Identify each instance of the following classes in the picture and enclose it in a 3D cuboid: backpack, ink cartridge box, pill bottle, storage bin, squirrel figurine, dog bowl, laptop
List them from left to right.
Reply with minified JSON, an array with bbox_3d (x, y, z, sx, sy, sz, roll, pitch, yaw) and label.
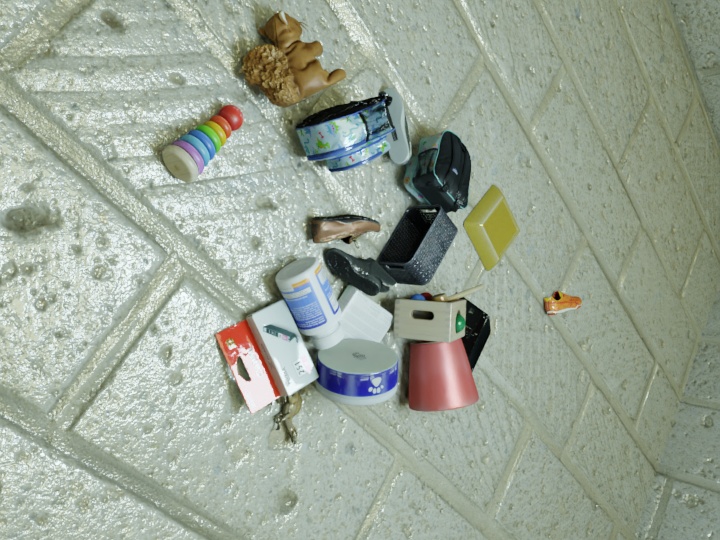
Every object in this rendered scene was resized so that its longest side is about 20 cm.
[{"bbox_3d":[-0.207,0.191,1.360,0.172,0.043,0.202,-27,94,-37],"label":"ink cartridge box"},{"bbox_3d":[-0.165,-0.466,1.332,0.199,0.141,0.189,-37,109,-35],"label":"squirrel figurine"},{"bbox_3d":[-0.111,0.080,1.421,0.112,0.111,0.202,-37,115,-32],"label":"pill bottle"},{"bbox_3d":[-0.035,-0.313,1.418,0.199,0.182,0.149,-27,108,-30],"label":"backpack"},{"bbox_3d":[-0.022,0.162,1.558,0.160,0.050,0.201,36,88,-36],"label":"ink cartridge box"},{"bbox_3d":[-0.008,0.238,1.443,0.198,0.199,0.080,-11,112,-39],"label":"dog bowl"},{"bbox_3d":[0.154,-0.069,1.621,0.094,0.134,0.201,47,64,-31],"label":"storage bin"},{"bbox_3d":[0.217,-0.271,1.648,0.175,0.152,0.202,36,61,-35],"label":"backpack"},{"bbox_3d":[0.314,0.202,1.857,0.199,0.103,0.179,34,68,-9],"label":"laptop"}]

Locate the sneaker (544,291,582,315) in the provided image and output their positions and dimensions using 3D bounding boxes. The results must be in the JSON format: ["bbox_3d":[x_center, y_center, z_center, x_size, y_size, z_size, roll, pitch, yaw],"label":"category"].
[{"bbox_3d":[0.732,0.108,2.169,0.198,0.072,0.078,-7,87,-43],"label":"sneaker"}]

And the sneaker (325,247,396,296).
[{"bbox_3d":[0.002,-0.002,1.544,0.199,0.060,0.104,38,29,-7],"label":"sneaker"}]

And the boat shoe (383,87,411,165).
[{"bbox_3d":[0.093,-0.378,1.605,0.064,0.070,0.203,-11,92,-72],"label":"boat shoe"}]

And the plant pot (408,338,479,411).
[{"bbox_3d":[0.220,0.280,1.678,0.198,0.199,0.180,-6,86,-40],"label":"plant pot"}]

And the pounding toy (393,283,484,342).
[{"bbox_3d":[0.213,0.106,1.620,0.184,0.197,0.145,-2,95,-66],"label":"pounding toy"}]

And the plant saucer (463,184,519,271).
[{"bbox_3d":[0.428,-0.134,1.909,0.200,0.048,0.201,-49,121,-28],"label":"plant saucer"}]

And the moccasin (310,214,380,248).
[{"bbox_3d":[-0.033,-0.096,1.504,0.200,0.073,0.079,-10,108,-42],"label":"moccasin"}]

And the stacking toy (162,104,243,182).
[{"bbox_3d":[-0.316,-0.274,1.257,0.086,0.085,0.201,55,53,-28],"label":"stacking toy"}]

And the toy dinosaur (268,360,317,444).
[{"bbox_3d":[-0.168,0.307,1.436,0.101,0.058,0.203,14,87,-55],"label":"toy dinosaur"}]
